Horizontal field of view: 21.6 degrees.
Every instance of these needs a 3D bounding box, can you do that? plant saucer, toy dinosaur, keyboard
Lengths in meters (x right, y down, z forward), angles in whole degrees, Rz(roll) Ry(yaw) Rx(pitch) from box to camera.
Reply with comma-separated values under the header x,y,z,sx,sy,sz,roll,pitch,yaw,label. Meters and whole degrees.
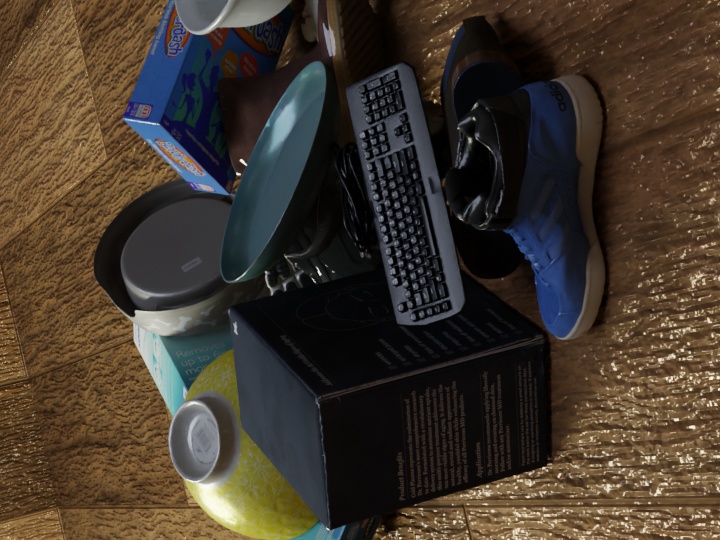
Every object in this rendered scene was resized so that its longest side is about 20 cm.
x,y,z,sx,sy,sz,roll,pitch,yaw,label
-0.064,-0.079,1.579,0.200,0.027,0.200,-57,19,32,plant saucer
0.021,-0.076,1.533,0.102,0.200,0.077,61,-166,-24,toy dinosaur
0.018,-0.052,1.450,0.104,0.040,0.200,-23,75,46,keyboard

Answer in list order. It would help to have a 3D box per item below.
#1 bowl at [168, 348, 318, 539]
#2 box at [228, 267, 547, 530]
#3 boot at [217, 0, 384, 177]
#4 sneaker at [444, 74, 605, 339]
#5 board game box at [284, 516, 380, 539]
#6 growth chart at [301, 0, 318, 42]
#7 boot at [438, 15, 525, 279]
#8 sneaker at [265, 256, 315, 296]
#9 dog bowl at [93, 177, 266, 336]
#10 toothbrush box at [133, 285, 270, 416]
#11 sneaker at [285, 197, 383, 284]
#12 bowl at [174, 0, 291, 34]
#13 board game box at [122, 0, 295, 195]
x,y,z,sx,sy,sz,roll,pitch,yaw,label
-0.119,0.162,1.817,0.200,0.108,0.200,-5,84,46,bowl
0.021,0.093,1.533,0.200,0.196,0.124,-139,41,-59,box
-0.060,-0.164,1.673,0.166,0.072,0.200,7,121,30,boot
0.112,-0.035,1.341,0.077,0.111,0.200,-134,37,-54,sneaker
-0.052,0.184,1.857,0.200,0.047,0.151,39,115,41,board game box
-0.038,-0.287,1.719,0.145,0.018,0.200,-176,74,-69,growth chart
0.099,-0.095,1.437,0.097,0.075,0.200,-94,1,-54,boot
-0.044,0.023,1.782,0.200,0.077,0.085,66,175,-30,sneaker
-0.184,-0.013,2.025,0.200,0.200,0.059,55,172,45,dog bowl
-0.149,0.089,2.046,0.200,0.146,0.085,-124,29,-47,toothbrush box
0.000,0.000,1.678,0.200,0.091,0.076,55,-160,-19,sneaker
-0.078,-0.284,1.536,0.201,0.090,0.201,-26,60,60,bowl
-0.137,-0.193,1.749,0.152,0.045,0.200,46,-122,-59,board game box
